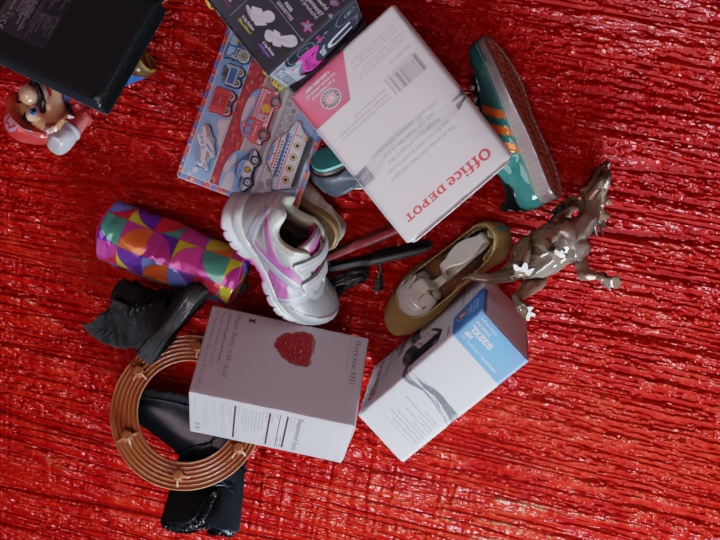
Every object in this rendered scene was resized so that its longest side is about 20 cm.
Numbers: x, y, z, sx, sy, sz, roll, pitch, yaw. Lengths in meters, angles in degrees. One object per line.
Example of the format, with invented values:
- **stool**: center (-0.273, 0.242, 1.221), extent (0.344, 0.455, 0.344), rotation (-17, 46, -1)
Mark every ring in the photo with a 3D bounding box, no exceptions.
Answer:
- **ring**: center (-0.222, 0.179, 1.102), extent (0.197, 0.019, 0.204), rotation (3, 70, -8)

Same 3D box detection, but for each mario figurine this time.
- **mario figurine**: center (-0.346, -0.221, 1.010), extent (0.198, 0.124, 0.106), rotation (-31, 127, 11)

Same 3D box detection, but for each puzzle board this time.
- **puzzle board**: center (-0.115, -0.181, 1.005), extent (0.149, 0.017, 0.203), rotation (19, 90, 2)

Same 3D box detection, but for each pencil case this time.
- **pencil case**: center (-0.231, -0.020, 1.077), extent (0.197, 0.089, 0.089), rotation (20, 110, 0)

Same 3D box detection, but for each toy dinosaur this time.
- **toy dinosaur**: center (0.217, -0.028, 0.986), extent (0.198, 0.136, 0.086), rotation (-26, 120, 21)

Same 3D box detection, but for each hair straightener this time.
- **hair straightener**: center (0.000, 0.000, 1.066), extent (0.198, 0.041, 0.078), rotation (-21, 103, 15)

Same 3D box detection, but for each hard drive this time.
- **hard drive**: center (-0.340, -0.280, 0.981), extent (0.198, 0.033, 0.141), rotation (25, 81, 15)

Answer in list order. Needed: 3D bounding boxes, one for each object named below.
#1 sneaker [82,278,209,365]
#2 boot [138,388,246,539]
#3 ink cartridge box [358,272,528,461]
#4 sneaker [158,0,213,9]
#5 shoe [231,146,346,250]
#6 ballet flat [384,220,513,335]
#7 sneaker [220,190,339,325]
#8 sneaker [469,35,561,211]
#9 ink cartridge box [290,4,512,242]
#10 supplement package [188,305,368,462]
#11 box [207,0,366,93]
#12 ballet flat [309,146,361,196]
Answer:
- **sneaker**: center (-0.269, 0.049, 1.060), extent (0.104, 0.060, 0.200), rotation (44, 133, 0)
- **boot**: center (-0.239, 0.254, 1.124), extent (0.197, 0.077, 0.171), rotation (12, 70, 0)
- **ink cartridge box**: center (0.101, 0.113, 1.031), extent (0.200, 0.145, 0.084), rotation (-42, 97, 18)
- **sneaker**: center (-0.241, -0.348, 0.977), extent (0.197, 0.079, 0.078), rotation (9, 117, 7)
- **shoe**: center (-0.101, -0.096, 1.049), extent (0.199, 0.053, 0.070), rotation (38, 126, 5)
- **ballet flat**: center (0.095, 0.005, 1.038), extent (0.200, 0.063, 0.069), rotation (-42, 70, 16)
- **sneaker**: center (-0.075, -0.012, 0.990), extent (0.087, 0.082, 0.201), rotation (-9, 133, 34)
- **sneaker**: center (0.156, -0.161, 0.974), extent (0.079, 0.071, 0.203), rotation (-21, 94, 31)
- **ink cartridge box**: center (0.044, -0.152, 0.916), extent (0.146, 0.083, 0.201), rotation (-39, 93, 8)
- **supplement package**: center (-0.101, 0.141, 1.051), extent (0.197, 0.123, 0.120), rotation (12, 146, -4)
- **box**: center (-0.073, -0.273, 0.891), extent (0.114, 0.200, 0.133), rotation (-40, 90, 8)
- **ballet flat**: center (0.035, -0.142, 1.003), extent (0.198, 0.073, 0.074), rotation (-25, 103, 0)
